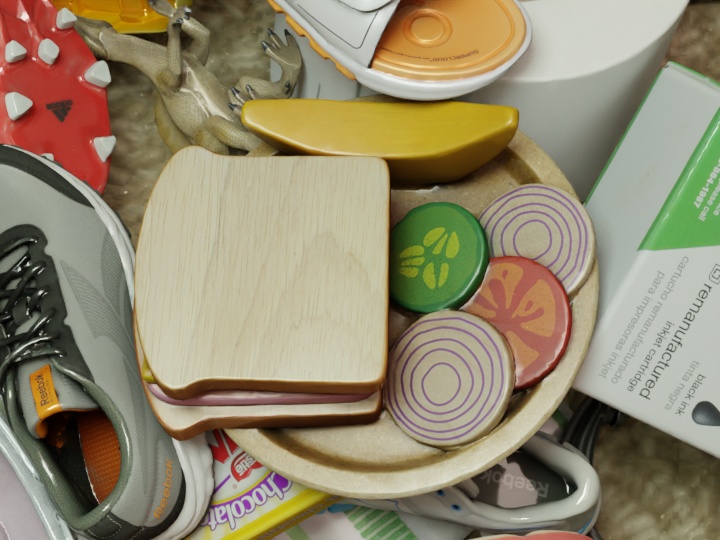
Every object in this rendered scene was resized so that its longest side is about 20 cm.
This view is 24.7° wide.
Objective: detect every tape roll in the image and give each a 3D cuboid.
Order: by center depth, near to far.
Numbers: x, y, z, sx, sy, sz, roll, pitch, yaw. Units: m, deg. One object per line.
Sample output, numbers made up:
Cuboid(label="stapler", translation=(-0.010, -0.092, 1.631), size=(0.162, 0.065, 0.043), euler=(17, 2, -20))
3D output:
Cuboid(label="tape roll", translation=(0.057, -0.137, 0.831), size=(0.201, 0.139, 0.204), euler=(3, 61, -5))

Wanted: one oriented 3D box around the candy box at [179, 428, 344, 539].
Cuboid(label="candy box", translation=(-0.073, 0.083, 0.758), size=(0.199, 0.026, 0.103), euler=(-31, 72, 13))

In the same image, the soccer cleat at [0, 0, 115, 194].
Cuboid(label="soccer cleat", translation=(-0.183, -0.114, 0.802), size=(0.068, 0.085, 0.201), euler=(-28, 92, -40))

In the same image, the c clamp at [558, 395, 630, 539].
Cuboid(label="c clamp", translation=(0.185, 0.100, 0.846), size=(0.199, 0.027, 0.172), euler=(4, 81, -16))

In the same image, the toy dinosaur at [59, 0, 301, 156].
Cuboid(label="toy dinosaur", translation=(-0.067, -0.071, 0.813), size=(0.200, 0.101, 0.058), euler=(50, 52, 3))

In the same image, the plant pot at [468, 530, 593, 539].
Cuboid(label="plant pot", translation=(0.062, 0.221, 0.712), size=(0.199, 0.201, 0.178), euler=(-10, 64, -13))

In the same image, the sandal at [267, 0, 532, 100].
Cuboid(label="sandal", translation=(-0.018, -0.150, 0.713), size=(0.206, 0.059, 0.079), euler=(36, 65, 16))

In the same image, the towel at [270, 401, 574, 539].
Cuboid(label="towel", translation=(-0.004, 0.083, 0.826), size=(0.200, 0.023, 0.153), euler=(-37, 82, -19))

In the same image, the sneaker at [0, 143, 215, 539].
Cuboid(label="sneaker", translation=(-0.131, 0.029, 0.723), size=(0.074, 0.079, 0.201), euler=(-33, 76, 17))

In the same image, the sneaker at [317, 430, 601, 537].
Cuboid(label="sneaker", translation=(0.021, 0.082, 0.770), size=(0.199, 0.087, 0.075), euler=(9, 77, 1))

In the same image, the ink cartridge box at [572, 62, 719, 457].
Cuboid(label="ink cartridge box", translation=(0.198, 0.018, 0.762), size=(0.199, 0.083, 0.147), euler=(25, 100, -18))

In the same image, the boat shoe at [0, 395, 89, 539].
Cuboid(label="boat shoe", translation=(-0.171, 0.100, 0.716), size=(0.074, 0.065, 0.202), euler=(-39, 88, -4))

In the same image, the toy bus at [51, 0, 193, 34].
Cuboid(label="toy bus", translation=(-0.122, -0.248, 0.856), size=(0.135, 0.201, 0.192), euler=(8, 35, 24))

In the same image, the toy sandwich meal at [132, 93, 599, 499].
Cuboid(label="toy sandwich meal", translation=(0.000, 0.000, 0.696), size=(0.204, 0.070, 0.206), euler=(-4, 69, 10))
